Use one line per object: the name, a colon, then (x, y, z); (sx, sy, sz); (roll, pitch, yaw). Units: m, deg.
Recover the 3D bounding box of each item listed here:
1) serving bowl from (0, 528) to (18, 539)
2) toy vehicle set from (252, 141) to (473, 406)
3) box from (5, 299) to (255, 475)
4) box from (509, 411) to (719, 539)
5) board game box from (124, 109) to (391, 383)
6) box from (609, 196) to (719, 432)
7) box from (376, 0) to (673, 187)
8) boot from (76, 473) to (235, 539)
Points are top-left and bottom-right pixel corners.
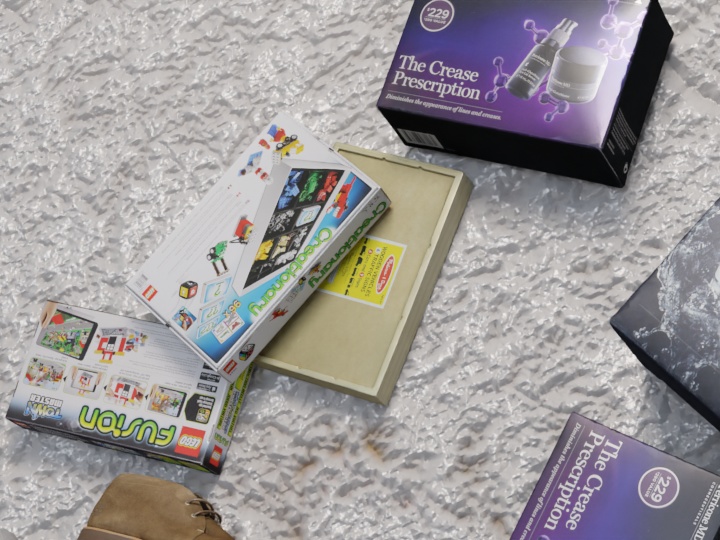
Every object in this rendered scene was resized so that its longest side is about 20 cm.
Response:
serving bowl: (-0.338, 0.290, 1.521); (0.200, 0.200, 0.066); (-41, 68, 2)
toy vehicle set: (0.000, 0.000, 1.592); (0.124, 0.027, 0.201); (16, 76, 27)
box: (-0.194, 0.096, 1.628); (0.199, 0.035, 0.111); (11, 74, 25)
box: (0.178, 0.225, 1.402); (0.141, 0.079, 0.201); (22, 79, 25)
board game box: (-0.085, -0.021, 1.595); (0.200, 0.035, 0.126); (-48, 59, -4)
box: (0.323, 0.040, 1.393); (0.200, 0.117, 0.197); (-48, 60, 0)
box: (0.133, -0.162, 1.566); (0.199, 0.079, 0.142); (13, 72, 26)
boot: (-0.132, 0.209, 1.543); (0.199, 0.074, 0.076); (10, 64, 28)
